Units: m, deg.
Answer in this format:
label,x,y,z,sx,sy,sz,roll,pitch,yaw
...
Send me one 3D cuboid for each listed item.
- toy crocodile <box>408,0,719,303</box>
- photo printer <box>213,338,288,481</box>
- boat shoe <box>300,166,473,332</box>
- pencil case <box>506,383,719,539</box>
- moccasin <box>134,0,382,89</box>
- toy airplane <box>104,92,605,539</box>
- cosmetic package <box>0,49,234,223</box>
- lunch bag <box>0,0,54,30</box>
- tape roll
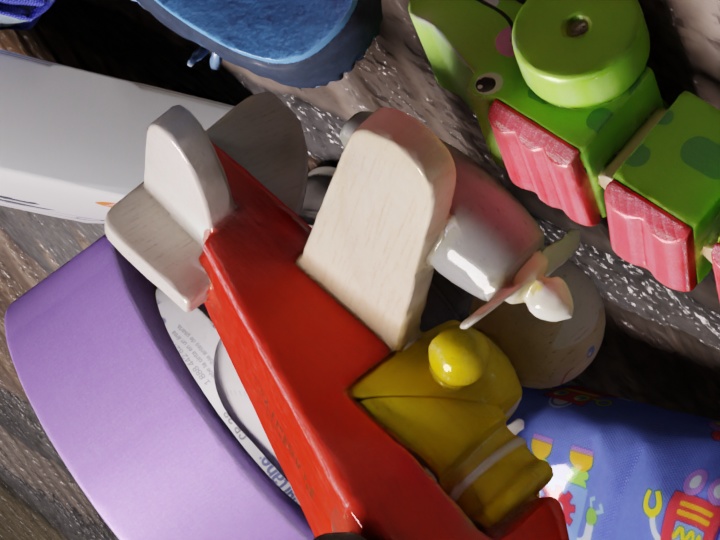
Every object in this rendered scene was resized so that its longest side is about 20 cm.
label,x,y,z,sx,sy,sz,roll,pitch,yaw
toy crocodile,0.089,-0.025,0.771,0.200,0.062,0.068,34,161,29
photo printer,0.030,0.091,1.176,0.200,0.069,0.166,50,162,-28
boat shoe,0.000,0.000,1.045,0.067,0.057,0.200,45,164,-13
pencil case,0.080,0.085,0.981,0.078,0.087,0.200,-3,-169,-45
moccasin,-0.053,-0.120,0.867,0.200,0.080,0.068,49,176,35
toy airplane,0.008,0.023,0.884,0.200,0.141,0.199,-143,36,-64
cosmetic package,-0.146,-0.056,1.133,0.151,0.052,0.200,10,177,-24
lunch bag,-0.221,-0.155,1.072,0.200,0.127,0.170,34,168,-19
tape roll,-0.079,0.077,1.269,0.200,0.066,0.200,52,-173,-10
